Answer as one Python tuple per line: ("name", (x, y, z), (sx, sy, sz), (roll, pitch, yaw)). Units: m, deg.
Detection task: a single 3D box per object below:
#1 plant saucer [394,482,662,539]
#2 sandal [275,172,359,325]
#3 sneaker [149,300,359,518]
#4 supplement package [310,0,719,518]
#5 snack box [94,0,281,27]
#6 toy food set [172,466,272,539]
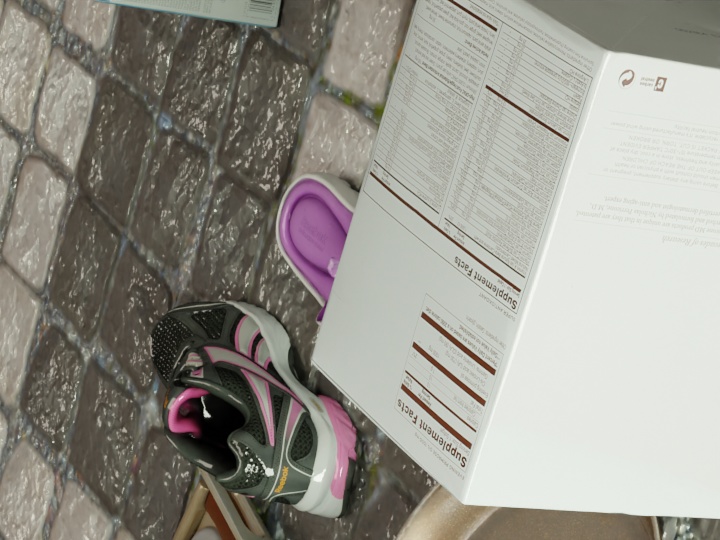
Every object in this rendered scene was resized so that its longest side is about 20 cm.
("plant saucer", (0.076, 0.173, 1.352), (0.200, 0.032, 0.201), (-29, 47, 36))
("sandal", (-0.002, 0.007, 1.522), (0.202, 0.050, 0.083), (35, 115, 53))
("sneaker", (-0.080, 0.070, 1.599), (0.200, 0.086, 0.081), (35, 113, 54))
("supplement package", (0.113, -0.015, 1.222), (0.147, 0.190, 0.201), (40, 118, 52))
("snack box", (-0.090, -0.249, 1.634), (0.037, 0.116, 0.201), (17, 99, 56))
("toy food set", (-0.107, 0.212, 1.645), (0.144, 0.060, 0.201), (56, 130, 44))
